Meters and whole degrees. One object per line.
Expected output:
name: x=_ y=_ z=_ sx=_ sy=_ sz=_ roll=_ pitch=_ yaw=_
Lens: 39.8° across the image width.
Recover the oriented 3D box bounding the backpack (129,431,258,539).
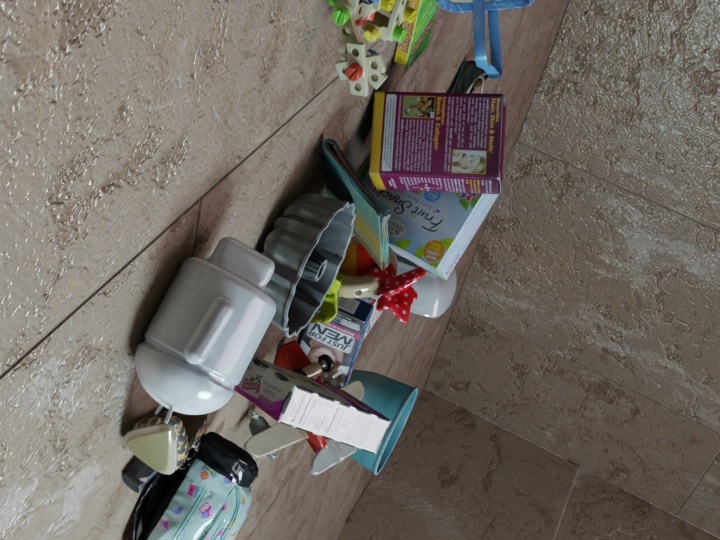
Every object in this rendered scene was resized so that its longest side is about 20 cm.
backpack: x=-0.220 y=0.325 z=1.324 sx=0.201 sy=0.126 sz=0.167 roll=-60 pitch=172 yaw=-7

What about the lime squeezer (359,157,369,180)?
lime squeezer: x=-0.008 y=-0.125 z=1.542 sx=0.200 sy=0.037 sz=0.071 roll=-78 pitch=-177 yaw=-70

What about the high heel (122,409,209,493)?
high heel: x=-0.207 y=0.172 z=1.155 sx=0.143 sy=0.071 sz=0.200 roll=-49 pitch=179 yaw=-36

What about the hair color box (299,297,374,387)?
hair color box: x=-0.054 y=0.135 z=1.740 sx=0.061 sy=0.099 sz=0.201 roll=-57 pitch=168 yaw=-56

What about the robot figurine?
robot figurine: x=-0.164 y=0.066 z=1.053 sx=0.201 sy=0.112 sz=0.170 roll=-63 pitch=-175 yaw=-10

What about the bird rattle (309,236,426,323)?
bird rattle: x=0.000 y=0.000 z=1.526 sx=0.164 sy=0.198 sz=0.113 roll=-94 pitch=170 yaw=-48

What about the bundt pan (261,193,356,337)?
bundt pan: x=-0.084 y=-0.015 z=1.344 sx=0.203 sy=0.075 sz=0.202 roll=-61 pitch=168 yaw=-23

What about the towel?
towel: x=-0.005 y=-0.091 z=1.399 sx=0.022 sy=0.147 sz=0.200 roll=-34 pitch=162 yaw=-10

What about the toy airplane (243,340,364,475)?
toy airplane: x=-0.092 y=0.240 z=1.646 sx=0.199 sy=0.140 sz=0.201 roll=33 pitch=65 yaw=-36

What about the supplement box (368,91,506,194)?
supplement box: x=0.118 y=-0.192 z=1.501 sx=0.103 sy=0.198 sz=0.133 roll=48 pitch=46 yaw=-78

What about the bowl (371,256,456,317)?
bowl: x=0.082 y=0.000 z=1.844 sx=0.200 sy=0.198 sz=0.075 roll=-46 pitch=153 yaw=-65

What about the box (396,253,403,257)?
box: x=0.097 y=-0.128 z=1.748 sx=0.202 sy=0.105 sz=0.122 roll=-67 pitch=-153 yaw=7

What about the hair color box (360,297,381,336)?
hair color box: x=0.026 y=0.040 z=2.013 sx=0.200 sy=0.063 sz=0.112 roll=-55 pitch=167 yaw=-46

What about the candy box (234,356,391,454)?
candy box: x=-0.071 y=0.200 z=1.477 sx=0.199 sy=0.136 sz=0.062 roll=27 pitch=88 yaw=-38

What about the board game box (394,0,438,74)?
board game box: x=0.094 y=-0.396 z=1.473 sx=0.096 sy=0.030 sz=0.201 roll=-54 pitch=161 yaw=-43

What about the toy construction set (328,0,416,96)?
toy construction set: x=0.011 y=-0.298 z=1.167 sx=0.201 sy=0.091 sz=0.132 roll=-69 pitch=176 yaw=-47

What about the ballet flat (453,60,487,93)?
ballet flat: x=0.202 y=-0.331 z=2.007 sx=0.202 sy=0.068 sz=0.068 roll=-64 pitch=170 yaw=-5

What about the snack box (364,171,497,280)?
snack box: x=0.095 y=-0.106 z=1.605 sx=0.170 sy=0.199 sz=0.068 roll=-57 pitch=152 yaw=-4

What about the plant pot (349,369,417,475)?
plant pot: x=-0.004 y=0.298 z=2.106 sx=0.201 sy=0.187 sz=0.200 roll=-60 pitch=169 yaw=-20

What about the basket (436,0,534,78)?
basket: x=0.181 y=-0.385 z=1.429 sx=0.176 sy=0.137 sz=0.203 roll=-9 pitch=93 yaw=-76
